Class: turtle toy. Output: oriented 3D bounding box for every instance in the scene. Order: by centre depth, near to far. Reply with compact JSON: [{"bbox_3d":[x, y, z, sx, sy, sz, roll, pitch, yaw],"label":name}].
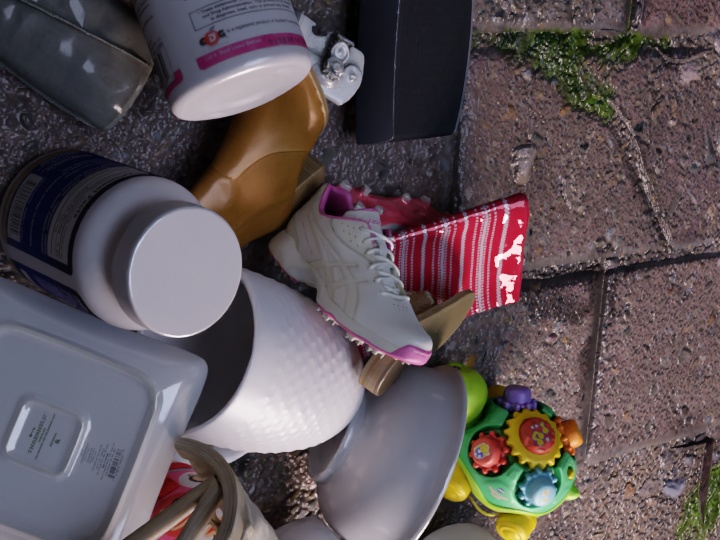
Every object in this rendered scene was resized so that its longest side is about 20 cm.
[{"bbox_3d":[0.144,0.172,1.375,0.199,0.101,0.146,34,56,0],"label":"turtle toy"}]

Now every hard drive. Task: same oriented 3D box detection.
[{"bbox_3d":[0.053,-0.217,1.237,0.135,0.042,0.201,-12,110,-49],"label":"hard drive"}]

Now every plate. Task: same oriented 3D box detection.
[{"bbox_3d":[-0.243,0.128,1.042,0.199,0.032,0.201,22,86,-6],"label":"plate"}]

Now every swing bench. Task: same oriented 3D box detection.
[{"bbox_3d":[-0.121,0.275,1.033,0.200,0.129,0.199,-46,130,-24],"label":"swing bench"}]

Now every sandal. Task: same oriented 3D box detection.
[{"bbox_3d":[0.037,0.044,1.223,0.078,0.069,0.212,-61,166,27],"label":"sandal"}]

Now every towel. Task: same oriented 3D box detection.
[{"bbox_3d":[0.070,0.008,1.281,0.199,0.023,0.145,-19,138,-20],"label":"towel"}]

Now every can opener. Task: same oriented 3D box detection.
[{"bbox_3d":[-0.080,-0.202,1.138,0.199,0.066,0.053,28,81,-32],"label":"can opener"}]

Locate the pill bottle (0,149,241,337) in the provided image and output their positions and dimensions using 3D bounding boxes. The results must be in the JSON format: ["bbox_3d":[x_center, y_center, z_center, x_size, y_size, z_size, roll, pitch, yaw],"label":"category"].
[{"bbox_3d":[-0.181,-0.020,1.010,0.115,0.200,0.116,-13,111,-36],"label":"pill bottle"}]

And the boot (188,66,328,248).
[{"bbox_3d":[-0.097,-0.092,1.112,0.144,0.071,0.202,-41,149,-23],"label":"boot"}]

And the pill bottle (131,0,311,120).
[{"bbox_3d":[-0.120,-0.225,1.013,0.113,0.113,0.201,-16,83,-35],"label":"pill bottle"}]

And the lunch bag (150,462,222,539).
[{"bbox_3d":[-0.185,0.261,1.126,0.200,0.082,0.177,-34,121,-27],"label":"lunch bag"}]

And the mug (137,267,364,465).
[{"bbox_3d":[-0.100,0.101,1.166,0.200,0.148,0.175,-46,141,19],"label":"mug"}]

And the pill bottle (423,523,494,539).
[{"bbox_3d":[0.126,0.372,1.424,0.113,0.113,0.201,-38,123,-25],"label":"pill bottle"}]

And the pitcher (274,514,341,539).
[{"bbox_3d":[-0.076,0.339,1.270,0.200,0.121,0.172,-45,147,-7],"label":"pitcher"}]

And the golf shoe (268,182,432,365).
[{"bbox_3d":[0.000,0.000,1.125,0.075,0.200,0.092,18,110,-50],"label":"golf shoe"}]

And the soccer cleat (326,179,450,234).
[{"bbox_3d":[0.025,-0.033,1.277,0.199,0.067,0.076,13,130,-48],"label":"soccer cleat"}]

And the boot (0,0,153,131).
[{"bbox_3d":[-0.229,-0.219,0.999,0.199,0.073,0.182,23,100,-35],"label":"boot"}]

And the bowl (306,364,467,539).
[{"bbox_3d":[0.010,0.165,1.249,0.090,0.201,0.202,24,87,-16],"label":"bowl"}]
